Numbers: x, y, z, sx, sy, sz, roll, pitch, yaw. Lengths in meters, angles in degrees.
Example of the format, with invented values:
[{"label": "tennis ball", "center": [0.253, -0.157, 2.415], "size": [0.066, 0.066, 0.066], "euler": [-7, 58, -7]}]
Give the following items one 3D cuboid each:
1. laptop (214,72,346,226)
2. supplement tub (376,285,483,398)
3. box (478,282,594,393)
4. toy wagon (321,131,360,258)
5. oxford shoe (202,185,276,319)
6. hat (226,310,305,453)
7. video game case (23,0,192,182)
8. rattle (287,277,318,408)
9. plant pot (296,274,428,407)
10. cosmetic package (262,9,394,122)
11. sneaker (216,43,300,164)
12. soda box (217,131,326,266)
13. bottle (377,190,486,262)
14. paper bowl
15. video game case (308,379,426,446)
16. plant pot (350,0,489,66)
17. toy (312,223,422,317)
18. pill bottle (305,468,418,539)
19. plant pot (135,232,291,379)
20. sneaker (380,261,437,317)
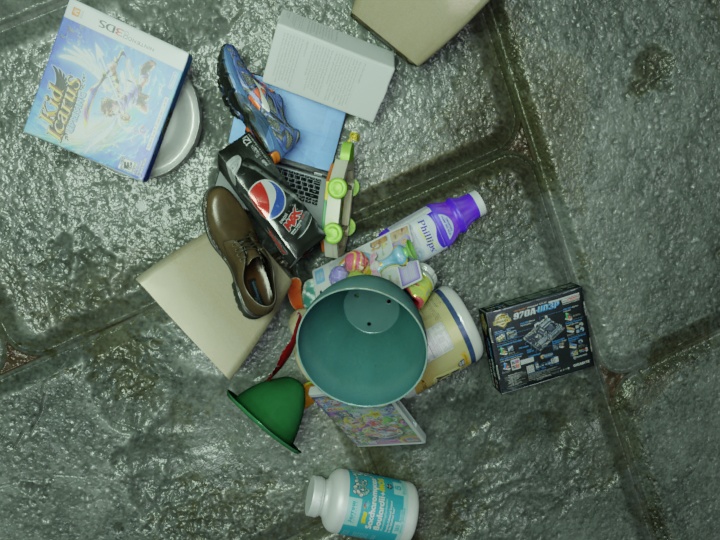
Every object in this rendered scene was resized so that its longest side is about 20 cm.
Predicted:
[{"label": "laptop", "center": [-0.130, -0.195, 1.069], "size": [0.183, 0.203, 0.117], "euler": [14, 139, -10]}, {"label": "supplement tub", "center": [0.100, 0.133, 1.142], "size": [0.197, 0.144, 0.147], "euler": [-28, 102, -3]}, {"label": "box", "center": [0.334, 0.127, 1.228], "size": [0.196, 0.046, 0.163], "euler": [-15, 101, -6]}, {"label": "toy wagon", "center": [-0.031, -0.126, 1.075], "size": [0.039, 0.155, 0.205], "euler": [7, 98, 6]}, {"label": "oxford shoe", "center": [-0.166, -0.033, 0.940], "size": [0.072, 0.084, 0.203], "euler": [-26, 93, -29]}, {"label": "hat", "center": [-0.114, 0.191, 1.111], "size": [0.165, 0.200, 0.177], "euler": [40, 78, -10]}, {"label": "video game case", "center": [-0.367, -0.260, 0.953], "size": [0.178, 0.045, 0.204], "euler": [22, 94, -10]}, {"label": "rattle", "center": [-0.103, 0.129, 1.169], "size": [0.129, 0.143, 0.202], "euler": [-33, 87, -34]}, {"label": "plant pot", "center": [0.009, 0.088, 1.010], "size": [0.195, 0.135, 0.204], "euler": [3, 115, 7]}, {"label": "cosmetic package", "center": [-0.051, -0.334, 1.063], "size": [0.196, 0.072, 0.102], "euler": [18, 128, -11]}, {"label": "sneaker", "center": [-0.166, -0.268, 1.038], "size": [0.078, 0.075, 0.203], "euler": [-31, 97, -25]}, {"label": "soda box", "center": [-0.140, -0.109, 1.009], "size": [0.063, 0.071, 0.201], "euler": [-37, 90, -17]}, {"label": "bottle", "center": [0.129, -0.074, 1.154], "size": [0.197, 0.065, 0.085], "euler": [-29, 105, -4]}, {"label": "paper bowl", "center": [-0.354, -0.248, 1.032], "size": [0.196, 0.104, 0.206], "euler": [-1, 98, -8]}, {"label": "video game case", "center": [0.016, 0.253, 1.129], "size": [0.140, 0.018, 0.201], "euler": [-10, 137, 25]}, {"label": "plant pot", "center": [0.085, -0.441, 1.033], "size": [0.198, 0.200, 0.178], "euler": [34, 103, -12]}, {"label": "toy", "center": [0.000, 0.000, 1.090], "size": [0.197, 0.117, 0.047], "euler": [-24, 144, 16]}, {"label": "pill bottle", "center": [0.001, 0.429, 1.190], "size": [0.196, 0.111, 0.113], "euler": [14, 97, -11]}, {"label": "plant pot", "center": [-0.227, 0.028, 1.049], "size": [0.177, 0.199, 0.201], "euler": [-44, 103, -14]}, {"label": "sneaker", "center": [0.033, 0.047, 1.116], "size": [0.197, 0.091, 0.079], "euler": [-18, 122, 27]}]
